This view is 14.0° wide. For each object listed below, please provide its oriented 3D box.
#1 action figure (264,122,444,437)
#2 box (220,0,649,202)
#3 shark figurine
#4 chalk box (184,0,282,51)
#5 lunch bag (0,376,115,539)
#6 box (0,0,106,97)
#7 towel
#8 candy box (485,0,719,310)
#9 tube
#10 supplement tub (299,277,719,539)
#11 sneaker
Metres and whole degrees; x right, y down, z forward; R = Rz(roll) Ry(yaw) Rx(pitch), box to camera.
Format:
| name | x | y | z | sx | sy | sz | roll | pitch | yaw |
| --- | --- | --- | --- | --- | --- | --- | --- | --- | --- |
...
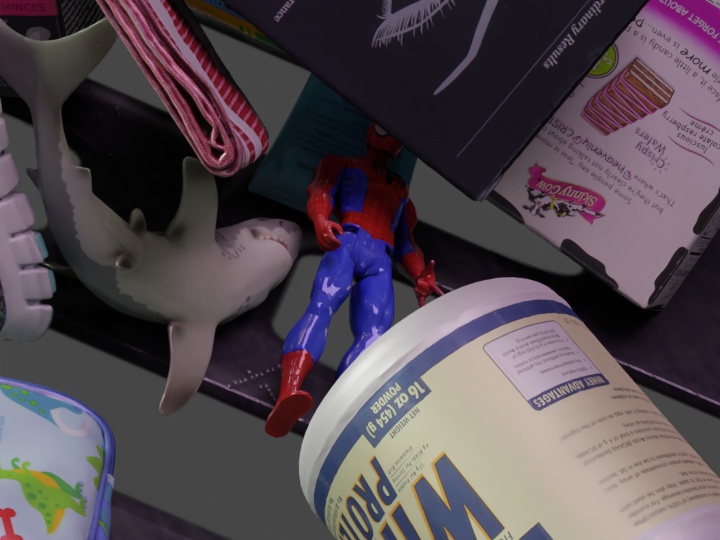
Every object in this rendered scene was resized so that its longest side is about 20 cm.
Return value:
| name | x | y | z | sx | sy | sz | roll | pitch | yaw |
| --- | --- | --- | --- | --- | --- | --- | --- | --- | --- |
| action figure | 0.000 | 0.000 | 1.384 | 0.065 | 0.052 | 0.200 | 27 | 44 | -18 |
| box | 0.023 | -0.154 | 1.378 | 0.200 | 0.148 | 0.104 | 39 | 9 | -11 |
| shark figurine | -0.122 | -0.021 | 1.333 | 0.089 | 0.214 | 0.128 | 6 | 63 | 39 |
| chalk box | -0.037 | -0.216 | 1.538 | 0.124 | 0.124 | 0.200 | 25 | 26 | 4 |
| lunch bag | -0.185 | 0.125 | 1.168 | 0.161 | 0.083 | 0.200 | 14 | 41 | -7 |
| box | -0.188 | -0.193 | 1.381 | 0.122 | 0.200 | 0.106 | 5 | 39 | 15 |
| towel | -0.085 | -0.109 | 1.297 | 0.144 | 0.023 | 0.200 | 58 | 5 | -3 |
| candy box | 0.148 | -0.098 | 1.462 | 0.136 | 0.200 | 0.061 | 36 | 7 | 13 |
| tube | 0.015 | -0.114 | 1.481 | 0.077 | 0.050 | 0.200 | 21 | 72 | 3 |
| supplement tub | 0.083 | 0.117 | 1.246 | 0.145 | 0.145 | 0.200 | -18 | 56 | -37 |
| sneaker | -0.201 | -0.048 | 1.280 | 0.091 | 0.200 | 0.078 | -24 | 15 | -25 |
